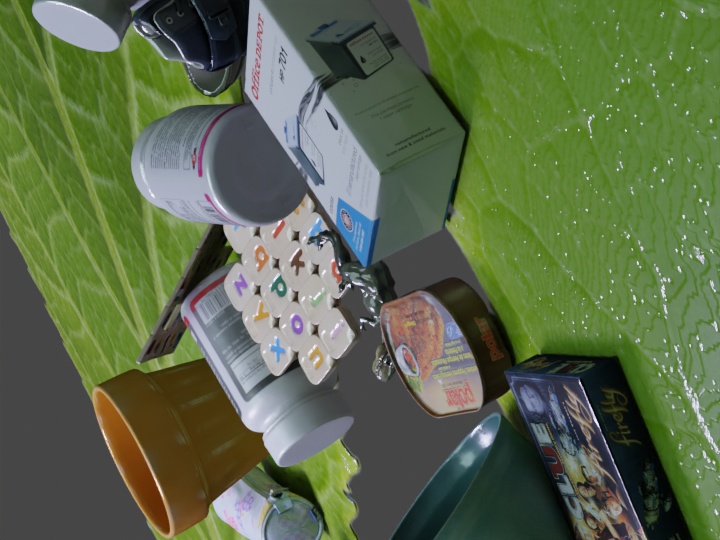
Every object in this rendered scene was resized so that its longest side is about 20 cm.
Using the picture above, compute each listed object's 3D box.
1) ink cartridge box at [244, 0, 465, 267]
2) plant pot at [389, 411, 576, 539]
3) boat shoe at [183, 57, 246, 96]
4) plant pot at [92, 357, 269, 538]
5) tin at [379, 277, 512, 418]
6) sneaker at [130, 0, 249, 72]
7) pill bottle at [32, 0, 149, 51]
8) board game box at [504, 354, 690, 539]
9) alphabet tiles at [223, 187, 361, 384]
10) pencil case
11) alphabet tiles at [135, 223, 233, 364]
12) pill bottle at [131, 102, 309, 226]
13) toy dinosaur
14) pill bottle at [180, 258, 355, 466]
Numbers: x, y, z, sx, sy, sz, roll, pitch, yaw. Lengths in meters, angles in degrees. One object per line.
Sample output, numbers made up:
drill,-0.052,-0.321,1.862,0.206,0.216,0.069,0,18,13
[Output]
ink cartridge box,-0.009,-0.128,1.514,0.201,0.085,0.147,54,159,23
plant pot,0.107,0.237,1.551,0.134,0.201,0.200,36,161,-4
boat shoe,-0.143,-0.225,1.737,0.071,0.061,0.202,19,146,8
plant pot,-0.195,0.188,2.272,0.201,0.182,0.201,52,158,31
tin,0.073,0.067,1.622,0.113,0.042,0.200,68,162,0
sneaker,-0.134,-0.266,1.580,0.077,0.145,0.204,17,129,67
pill bottle,-0.210,-0.295,1.638,0.110,0.202,0.111,16,161,6
board game box,0.187,0.162,1.439,0.202,0.034,0.135,67,162,-7
alphabet tiles,-0.069,0.008,1.872,0.201,0.015,0.196,59,140,20
pencil case,-0.120,0.299,2.365,0.091,0.083,0.200,56,166,-18
alphabet tiles,-0.179,0.019,2.042,0.008,0.168,0.200,28,-176,5
pill bottle,-0.138,-0.102,1.817,0.199,0.113,0.114,7,122,59
toy dinosaur,0.000,0.000,1.722,0.088,0.047,0.202,23,134,49
pill bottle,-0.095,0.096,1.990,0.201,0.113,0.114,58,160,18
